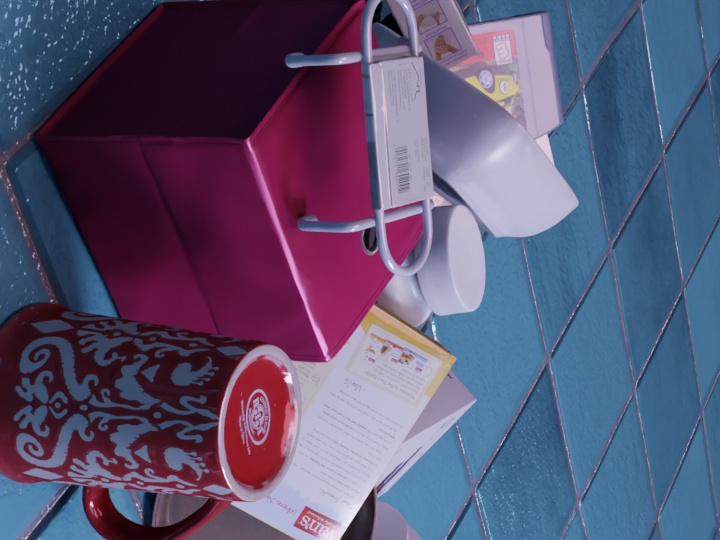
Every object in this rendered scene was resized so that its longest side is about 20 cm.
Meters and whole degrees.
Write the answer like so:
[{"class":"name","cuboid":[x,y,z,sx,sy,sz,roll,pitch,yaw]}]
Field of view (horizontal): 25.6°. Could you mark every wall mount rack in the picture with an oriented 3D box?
[{"class":"wall mount rack","cuboid":[0.018,-0.101,1.136,0.173,0.074,0.201,-18,107,-54]}]

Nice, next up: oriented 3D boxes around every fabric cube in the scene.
[{"class":"fabric cube","cuboid":[-0.088,-0.074,1.213,0.196,0.199,0.200,-54,137,-41]}]

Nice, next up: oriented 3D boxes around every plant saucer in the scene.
[{"class":"plant saucer","cuboid":[-0.082,0.205,1.339,0.199,0.032,0.202,-4,100,-21]}]

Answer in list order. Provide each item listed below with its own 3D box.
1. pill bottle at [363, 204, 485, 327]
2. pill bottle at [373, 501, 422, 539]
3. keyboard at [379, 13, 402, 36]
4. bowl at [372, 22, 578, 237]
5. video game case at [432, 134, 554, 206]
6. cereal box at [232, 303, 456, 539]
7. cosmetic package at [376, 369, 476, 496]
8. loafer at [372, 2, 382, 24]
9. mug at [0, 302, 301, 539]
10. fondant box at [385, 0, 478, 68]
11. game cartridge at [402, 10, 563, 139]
[{"class":"pill bottle","cuboid":[0.000,0.000,1.367,0.109,0.199,0.110,-7,90,-67]},{"class":"pill bottle","cuboid":[0.010,0.302,1.483,0.201,0.110,0.111,89,24,-46]},{"class":"keyboard","cuboid":[0.008,-0.141,1.432,0.200,0.020,0.128,-53,135,-54]},{"class":"bowl","cuboid":[0.079,-0.111,1.380,0.075,0.200,0.200,-49,148,-1]},{"class":"video game case","cuboid":[0.104,-0.124,1.617,0.199,0.018,0.144,-22,106,-25]},{"class":"cereal box","cuboid":[-0.033,0.116,1.299,0.144,0.040,0.201,33,93,-22]},{"class":"cosmetic package","cuboid":[0.007,0.175,1.482,0.151,0.052,0.200,-51,165,28]},{"class":"loafer","cuboid":[-0.033,-0.249,1.398,0.070,0.075,0.200,-56,158,19]},{"class":"mug","cuboid":[-0.144,0.109,1.135,0.178,0.199,0.134,60,43,-45]},{"class":"fondant box","cuboid":[0.032,-0.293,1.442,0.200,0.058,0.145,58,10,-29]},{"class":"game cartridge","cuboid":[0.113,-0.180,1.586,0.199,0.041,0.134,-14,103,-26]}]
